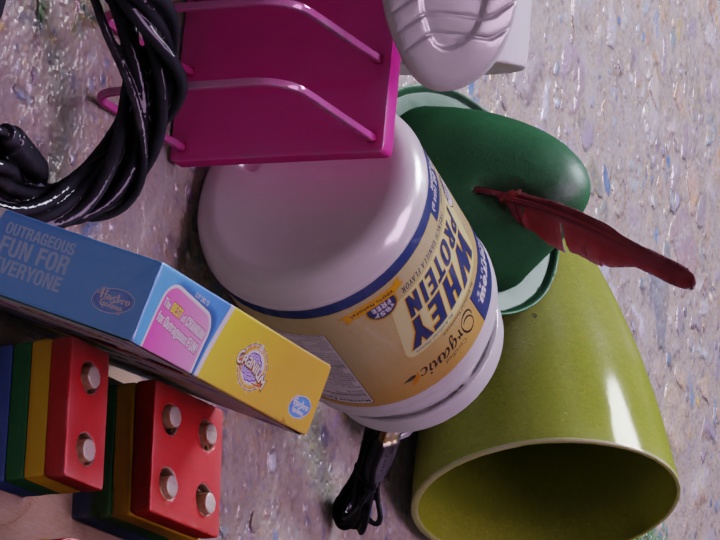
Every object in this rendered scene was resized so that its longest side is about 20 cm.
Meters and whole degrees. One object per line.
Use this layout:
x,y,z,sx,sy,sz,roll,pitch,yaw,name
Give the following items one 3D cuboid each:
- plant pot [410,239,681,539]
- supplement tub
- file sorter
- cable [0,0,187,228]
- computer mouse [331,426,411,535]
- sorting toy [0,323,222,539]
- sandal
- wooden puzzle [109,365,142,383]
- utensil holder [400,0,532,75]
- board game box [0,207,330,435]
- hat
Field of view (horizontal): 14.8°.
0.122,0.075,1.963,0.187,0.186,0.201,52,28,-55,plant pot
0.000,0.000,1.684,0.200,0.144,0.145,55,41,-53,supplement tub
-0.061,-0.174,1.556,0.125,0.138,0.201,30,62,-60,file sorter
-0.155,-0.100,1.412,0.163,0.051,0.201,-49,139,-40,cable
0.023,0.075,1.853,0.200,0.044,0.110,-66,169,-51,computer mouse
-0.137,0.136,1.383,0.200,0.069,0.200,33,54,-57,sorting toy
0.039,-0.202,1.544,0.050,0.082,0.203,-154,-126,-72,sandal
-0.150,0.173,1.475,0.185,0.037,0.201,-41,122,-60,wooden puzzle
0.030,-0.227,1.732,0.170,0.169,0.201,5,87,-67,utensil holder
-0.122,0.020,1.382,0.200,0.153,0.040,36,75,-63,board game box
0.127,-0.072,1.843,0.200,0.176,0.166,47,46,-10,hat
